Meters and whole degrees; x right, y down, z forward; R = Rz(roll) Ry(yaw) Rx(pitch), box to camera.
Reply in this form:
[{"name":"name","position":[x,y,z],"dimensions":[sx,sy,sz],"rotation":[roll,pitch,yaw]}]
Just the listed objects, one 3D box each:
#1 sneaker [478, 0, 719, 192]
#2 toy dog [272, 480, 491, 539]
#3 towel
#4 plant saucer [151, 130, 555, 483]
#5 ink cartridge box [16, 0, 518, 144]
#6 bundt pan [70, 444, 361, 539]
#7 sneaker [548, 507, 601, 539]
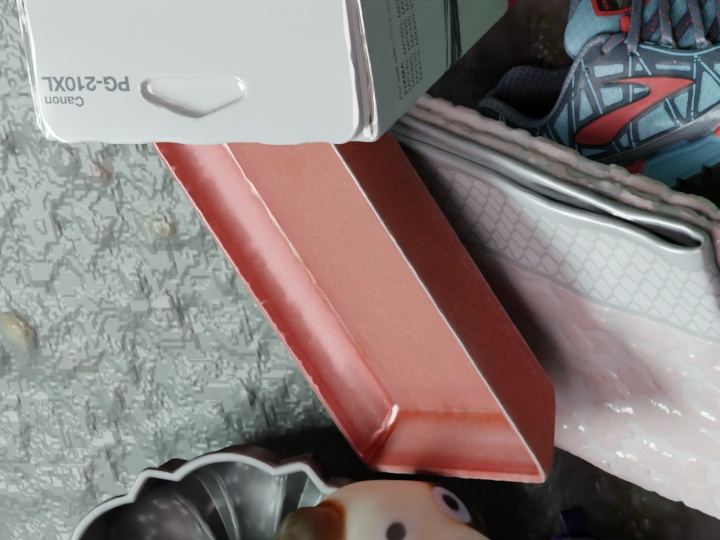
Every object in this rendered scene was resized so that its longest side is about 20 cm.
[{"name":"sneaker","position":[0.126,-0.085,1.206],"dimensions":[0.200,0.079,0.096],"rotation":[-33,101,35]},{"name":"toy dog","position":[0.021,0.193,1.316],"dimensions":[0.194,0.139,0.201],"rotation":[19,111,57]},{"name":"towel","position":[0.093,0.020,1.248],"dimensions":[0.199,0.032,0.191],"rotation":[24,148,37]},{"name":"plant saucer","position":[0.000,0.000,1.281],"dimensions":[0.200,0.037,0.199],"rotation":[58,160,-11]},{"name":"ink cartridge box","position":[-0.029,-0.122,1.168],"dimensions":[0.144,0.200,0.085],"rotation":[1,113,23]},{"name":"bundt pan","position":[-0.050,0.173,1.419],"dimensions":[0.201,0.076,0.203],"rotation":[2,104,8]},{"name":"sneaker","position":[0.099,0.214,1.403],"dimensions":[0.074,0.088,0.201],"rotation":[6,121,-10]}]
